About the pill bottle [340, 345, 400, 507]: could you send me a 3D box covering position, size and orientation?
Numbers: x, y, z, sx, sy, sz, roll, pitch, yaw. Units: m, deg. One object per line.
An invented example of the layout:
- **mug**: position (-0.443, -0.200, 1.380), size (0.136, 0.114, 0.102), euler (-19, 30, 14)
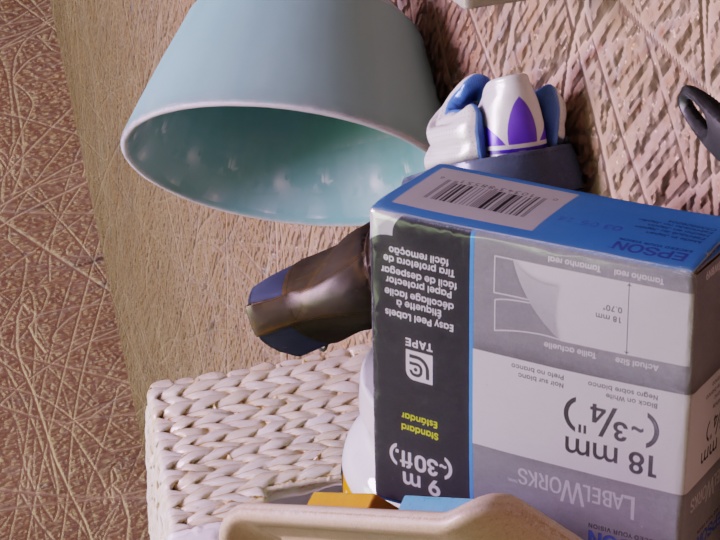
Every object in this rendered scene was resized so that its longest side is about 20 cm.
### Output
- **pill bottle**: position (0.045, 0.136, 1.001), size (0.117, 0.115, 0.202), euler (-118, 22, -51)

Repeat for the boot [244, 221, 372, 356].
- **boot**: position (0.000, 0.000, 1.008), size (0.200, 0.096, 0.076), euler (-18, -88, -79)

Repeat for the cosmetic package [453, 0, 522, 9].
- **cosmetic package**: position (0.059, -0.228, 0.783), size (0.104, 0.072, 0.202), euler (-128, 32, -61)

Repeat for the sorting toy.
- **sorting toy**: position (0.058, 0.141, 0.781), size (0.199, 0.184, 0.037), euler (-15, 47, 54)

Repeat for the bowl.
- **bowl**: position (-0.037, -0.107, 1.062), size (0.201, 0.198, 0.106), euler (129, 149, -72)

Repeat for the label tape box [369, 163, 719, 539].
- **label tape box**: position (0.081, 0.069, 0.747), size (0.143, 0.063, 0.202), euler (12, 116, 29)

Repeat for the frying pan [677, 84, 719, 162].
- **frying pan**: position (0.162, -0.001, 0.613), size (0.190, 0.031, 0.116), euler (-140, 42, -74)

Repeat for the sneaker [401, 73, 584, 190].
- **sneaker**: position (0.075, -0.013, 0.846), size (0.200, 0.080, 0.148), euler (-114, 15, -61)

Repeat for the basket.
- **basket**: position (-0.049, 0.178, 1.243), size (0.201, 0.196, 0.162), euler (95, 162, -47)
